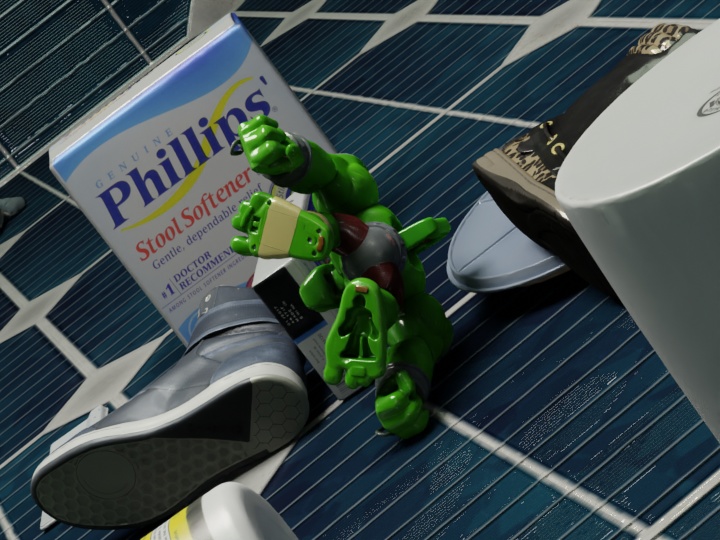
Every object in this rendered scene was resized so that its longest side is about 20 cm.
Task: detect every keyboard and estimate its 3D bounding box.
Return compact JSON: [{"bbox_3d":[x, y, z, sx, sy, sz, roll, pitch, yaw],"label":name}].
[{"bbox_3d":[-0.216,0.148,1.880,0.056,0.011,0.200,-41,13,5],"label":"keyboard"}]

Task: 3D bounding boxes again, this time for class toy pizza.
[{"bbox_3d":[0.143,-0.045,1.560,0.200,0.032,0.200,-32,19,13],"label":"toy pizza"}]

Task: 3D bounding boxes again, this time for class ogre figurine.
[{"bbox_3d":[0.000,0.000,1.490,0.098,0.200,0.120,-51,-14,21],"label":"ogre figurine"}]

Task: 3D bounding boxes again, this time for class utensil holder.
[{"bbox_3d":[0.190,0.006,0.922,0.170,0.200,0.170,-35,14,10],"label":"utensil holder"}]

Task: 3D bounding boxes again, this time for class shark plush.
[{"bbox_3d":[-0.506,-0.065,3.147,0.091,0.083,0.200,-30,15,25],"label":"shark plush"}]

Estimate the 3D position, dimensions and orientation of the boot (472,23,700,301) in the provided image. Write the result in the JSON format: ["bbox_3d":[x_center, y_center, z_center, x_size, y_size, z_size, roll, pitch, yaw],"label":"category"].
[{"bbox_3d":[0.165,-0.066,1.433,0.151,0.073,0.200,-40,26,-7],"label":"boot"}]

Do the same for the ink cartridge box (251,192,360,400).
[{"bbox_3d":[-0.024,0.007,1.670,0.039,0.100,0.200,-35,13,14],"label":"ink cartridge box"}]

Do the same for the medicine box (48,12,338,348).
[{"bbox_3d":[-0.110,-0.064,1.901,0.182,0.200,0.103,-37,13,1],"label":"medicine box"}]

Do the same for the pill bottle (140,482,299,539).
[{"bbox_3d":[-0.110,0.202,1.209,0.200,0.113,0.112,-35,14,5],"label":"pill bottle"}]

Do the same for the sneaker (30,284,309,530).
[{"bbox_3d":[-0.122,0.089,1.660,0.202,0.077,0.146,-24,28,13],"label":"sneaker"}]
